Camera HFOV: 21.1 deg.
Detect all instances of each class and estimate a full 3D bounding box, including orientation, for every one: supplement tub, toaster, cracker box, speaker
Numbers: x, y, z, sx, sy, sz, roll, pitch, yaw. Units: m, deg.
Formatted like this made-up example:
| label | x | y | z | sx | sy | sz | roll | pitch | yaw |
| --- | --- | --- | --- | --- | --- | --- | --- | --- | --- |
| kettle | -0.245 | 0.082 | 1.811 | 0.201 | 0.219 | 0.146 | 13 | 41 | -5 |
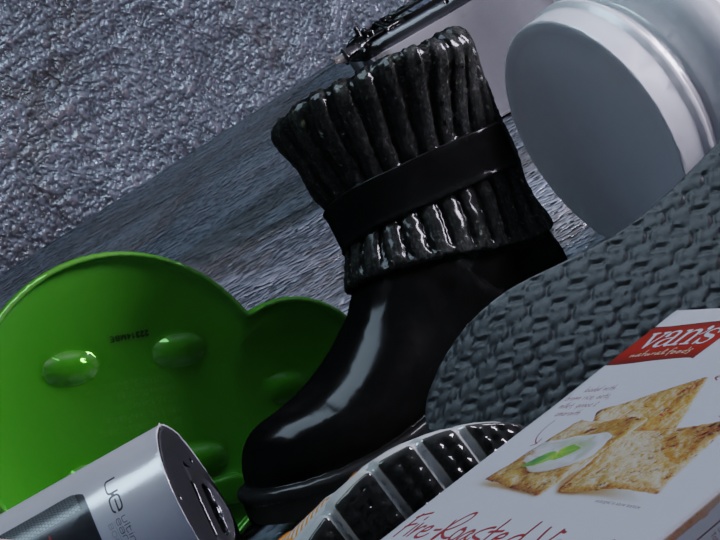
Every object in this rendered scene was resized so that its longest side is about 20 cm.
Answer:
| label | x | y | z | sx | sy | sz | roll | pitch | yaw |
| --- | --- | --- | --- | --- | --- | --- | --- | --- | --- |
| supplement tub | 0.183 | -0.113 | 0.939 | 0.199 | 0.146 | 0.145 | -35 | 11 | -23 |
| toaster | 0.080 | -0.189 | 1.686 | 0.199 | 0.119 | 0.181 | -30 | 9 | -1 |
| cracker box | 0.071 | 0.083 | 0.547 | 0.199 | 0.058 | 0.134 | -34 | 11 | -24 |
| speaker | -0.146 | 0.145 | 0.812 | 0.199 | 0.082 | 0.081 | -29 | 10 | 5 |

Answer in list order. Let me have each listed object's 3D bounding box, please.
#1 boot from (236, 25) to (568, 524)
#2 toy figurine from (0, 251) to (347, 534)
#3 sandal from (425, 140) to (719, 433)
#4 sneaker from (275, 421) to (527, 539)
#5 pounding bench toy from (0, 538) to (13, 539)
| label | x | y | z | sx | sy | sz | roll | pitch | yaw |
| --- | --- | --- | --- | --- | --- | --- | --- | --- | --- |
| boot | -0.001 | 0.000 | 0.870 | 0.211 | 0.159 | 0.079 | -35 | 11 | -29 |
| toy figurine | -0.111 | 0.079 | 0.967 | 0.198 | 0.151 | 0.184 | -11 | -8 | -22 |
| sandal | 0.116 | 0.016 | 0.747 | 0.200 | 0.048 | 0.076 | -37 | 54 | 4 |
| sneaker | -0.019 | 0.113 | 0.621 | 0.199 | 0.074 | 0.080 | -34 | 8 | -20 |
| pounding bench toy | -0.055 | 0.151 | 0.369 | 0.124 | 0.157 | 0.200 | -27 | -21 | 20 |
